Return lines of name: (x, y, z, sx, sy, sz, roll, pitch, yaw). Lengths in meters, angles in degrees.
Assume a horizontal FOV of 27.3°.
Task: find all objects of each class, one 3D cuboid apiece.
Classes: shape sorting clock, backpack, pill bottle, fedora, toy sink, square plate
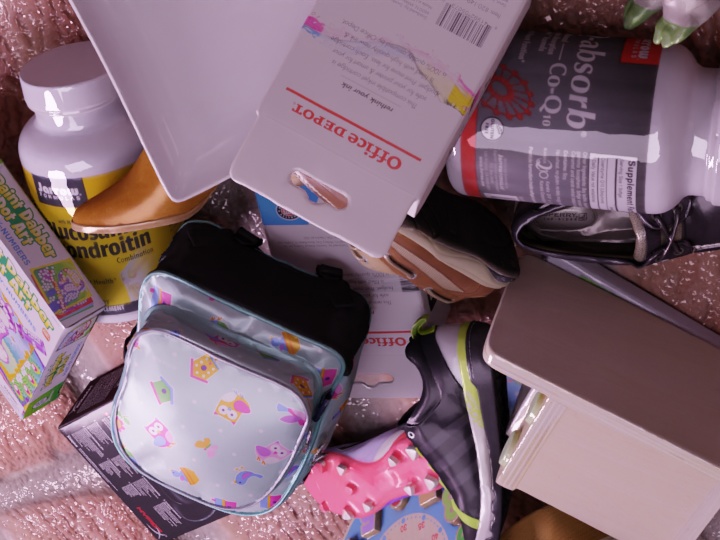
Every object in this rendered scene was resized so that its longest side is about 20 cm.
shape sorting clock: (0.038, 0.254, 1.234, 0.039, 0.201, 0.200, 22, 135, -37)
backpack: (-0.099, 0.091, 1.113, 0.175, 0.154, 0.201, 22, 132, 2)
pill bottle: (-0.200, -0.069, 1.145, 0.111, 0.112, 0.201, 2, 124, 18)
fedora: (0.161, 0.243, 1.222, 0.201, 0.200, 0.082, -50, 64, 37)
pill bottle: (0.164, -0.099, 0.995, 0.199, 0.116, 0.116, 6, 125, 15)
toy sink: (0.173, 0.103, 1.093, 0.199, 0.131, 0.112, 26, 128, 1)
square plate: (-0.080, -0.175, 0.980, 0.199, 0.028, 0.199, -26, 108, -1)

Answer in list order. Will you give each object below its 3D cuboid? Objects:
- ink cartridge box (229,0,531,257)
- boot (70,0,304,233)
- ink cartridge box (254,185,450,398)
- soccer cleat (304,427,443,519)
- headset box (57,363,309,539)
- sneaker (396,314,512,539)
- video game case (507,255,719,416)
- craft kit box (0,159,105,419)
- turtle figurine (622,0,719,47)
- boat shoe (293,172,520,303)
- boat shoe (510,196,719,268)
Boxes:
ink cartridge box: (0.013, -0.115, 0.927, 0.116, 0.068, 0.201, 29, 84, 4)
boot: (-0.128, -0.114, 1.047, 0.200, 0.071, 0.145, -15, 108, 5)
ink cartridge box: (0.000, 0.000, 1.148, 0.115, 0.068, 0.201, -1, 122, 20)
soccer cleat: (0.025, 0.163, 1.253, 0.200, 0.076, 0.067, -24, 95, 51)
headset box: (-0.137, 0.135, 1.283, 0.199, 0.075, 0.149, -28, 111, 32)
sneaker: (0.071, 0.125, 1.136, 0.082, 0.072, 0.201, 0, 109, 15)
video game case: (0.194, 0.092, 1.172, 0.199, 0.022, 0.182, 30, 127, -2)
craft kit box: (-0.295, -0.002, 1.186, 0.200, 0.048, 0.198, 52, 145, 9)
turtle figurine: (0.122, -0.215, 0.914, 0.194, 0.200, 0.144, 48, 153, -22)
boat shoe: (0.024, -0.029, 1.029, 0.200, 0.076, 0.074, 32, 128, -31)
boat shoe: (0.204, -0.034, 1.056, 0.199, 0.065, 0.072, 1, 122, 18)
